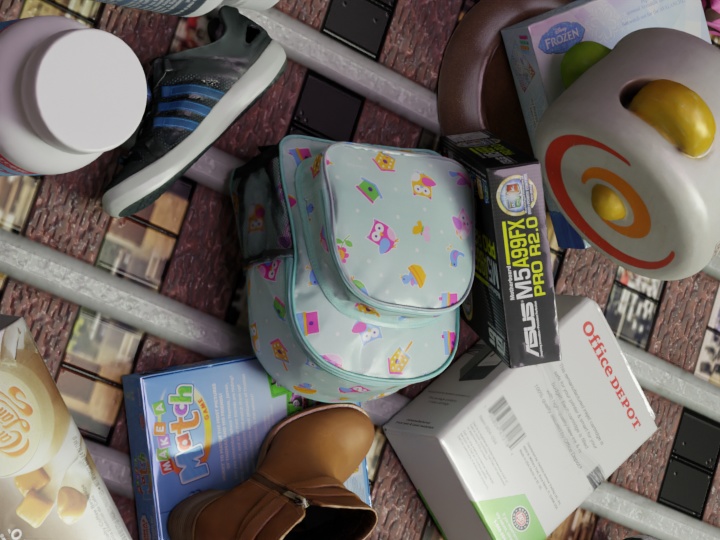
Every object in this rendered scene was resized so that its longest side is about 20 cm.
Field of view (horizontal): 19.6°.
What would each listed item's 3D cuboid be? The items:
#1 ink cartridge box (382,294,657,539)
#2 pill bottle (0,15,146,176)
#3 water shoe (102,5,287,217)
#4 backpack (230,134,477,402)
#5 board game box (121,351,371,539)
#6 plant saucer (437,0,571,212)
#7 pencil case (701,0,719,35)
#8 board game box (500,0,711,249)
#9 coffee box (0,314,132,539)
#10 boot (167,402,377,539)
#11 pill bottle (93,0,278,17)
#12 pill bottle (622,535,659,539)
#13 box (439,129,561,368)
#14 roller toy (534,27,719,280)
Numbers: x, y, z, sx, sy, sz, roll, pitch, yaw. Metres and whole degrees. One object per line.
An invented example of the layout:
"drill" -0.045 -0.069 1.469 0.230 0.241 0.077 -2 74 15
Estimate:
"ink cartridge box" 0.139 0.134 1.775 0.200 0.084 0.146 -40 113 -27
"pill bottle" -0.232 -0.120 1.438 0.109 0.200 0.109 -1 92 -34
"water shoe" -0.143 -0.122 1.592 0.079 0.071 0.200 45 61 -4
"backpack" 0.000 0.000 1.616 0.176 0.153 0.200 6 79 -33
"board game box" -0.087 0.141 1.647 0.200 0.037 0.151 -9 96 -35
"plant saucer" 0.155 -0.149 1.811 0.200 0.032 0.200 -1 92 -34
"pencil case" 0.330 -0.313 1.890 0.091 0.094 0.200 0 93 -44
"board game box" 0.232 -0.145 1.818 0.200 0.043 0.199 -23 105 -31
"coffee box" -0.261 0.144 1.499 0.114 0.080 0.200 -33 109 -30
"boot" -0.034 0.164 1.567 0.200 0.155 0.077 -23 104 -32
"pill bottle" -0.151 -0.251 1.539 0.200 0.120 0.120 7 88 -35
"pill bottle" 0.200 0.323 1.807 0.200 0.112 0.112 -29 108 -30
"box" 0.111 -0.021 1.677 0.044 0.200 0.160 -8 102 -7
"roller toy" 0.240 -0.090 1.687 0.140 0.200 0.183 -43 119 -23
